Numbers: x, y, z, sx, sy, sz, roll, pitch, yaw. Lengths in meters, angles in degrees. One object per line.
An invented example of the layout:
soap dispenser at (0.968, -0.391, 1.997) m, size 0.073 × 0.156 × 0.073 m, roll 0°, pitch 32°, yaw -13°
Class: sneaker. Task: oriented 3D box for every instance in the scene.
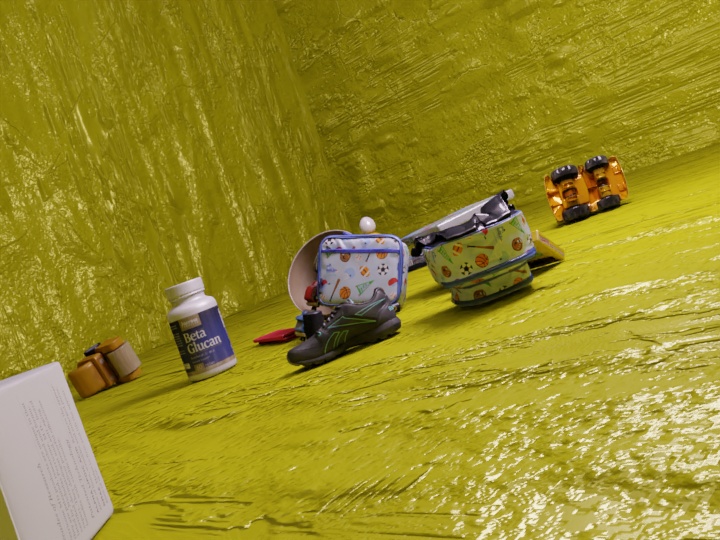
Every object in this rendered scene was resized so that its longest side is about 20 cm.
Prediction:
sneaker at (-0.034, 0.095, 1.232) m, size 0.196 × 0.081 × 0.075 m, roll -22°, pitch 4°, yaw -8°

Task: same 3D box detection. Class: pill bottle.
pill bottle at (-0.346, 0.123, 1.602) m, size 0.109 × 0.204 × 0.111 m, roll -19°, pitch 3°, yaw 1°

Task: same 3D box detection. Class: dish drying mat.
dish drying mat at (-0.188, 0.154, 1.768) m, size 0.076 × 0.019 × 0.199 m, roll -21°, pitch 2°, yaw -28°

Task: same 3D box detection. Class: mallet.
mallet at (-0.018, 0.083, 1.436) m, size 0.197 × 0.067 × 0.041 m, roll -21°, pitch 6°, yaw -18°

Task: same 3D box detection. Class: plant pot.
plant pot at (-0.046, 0.030, 1.686) m, size 0.197 × 0.204 × 0.134 m, roll -19°, pitch -31°, yaw 21°

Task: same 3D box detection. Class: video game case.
video game case at (0.199, -0.108, 1.578) m, size 0.197 × 0.022 × 0.182 m, roll -27°, pitch 3°, yaw -23°

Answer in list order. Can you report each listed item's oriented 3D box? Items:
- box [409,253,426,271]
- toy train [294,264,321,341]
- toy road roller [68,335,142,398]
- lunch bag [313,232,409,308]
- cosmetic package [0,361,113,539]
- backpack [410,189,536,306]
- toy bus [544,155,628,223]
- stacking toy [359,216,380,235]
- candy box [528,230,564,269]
box at (0.221, -0.048, 2.355) m, size 0.196 × 0.041 × 0.137 m, roll -21°, pitch 4°, yaw -3°
toy train at (-0.096, 0.051, 1.590) m, size 0.034 × 0.204 × 0.046 m, roll 3°, pitch -22°, yaw 41°
toy road roller at (-0.743, 0.288, 2.162) m, size 0.197 × 0.124 × 0.146 m, roll -18°, pitch 18°, yaw 37°
lunch bag at (0.000, 0.000, 1.535) m, size 0.196 × 0.164 × 0.075 m, roll 1°, pitch -8°, yaw 19°
cosmetic package at (-0.345, 0.198, 0.662) m, size 0.162 × 0.168 × 0.200 m, roll -20°, pitch 3°, yaw -1°
backpack at (0.193, -0.027, 1.205) m, size 0.197 × 0.156 × 0.190 m, roll -27°, pitch -4°, yaw 2°
toy bus at (0.590, -0.200, 1.983) m, size 0.196 × 0.139 × 0.192 m, roll -17°, pitch -12°, yaw 11°
stacking toy at (0.041, -0.058, 2.197) m, size 0.143 × 0.204 × 0.146 m, roll -20°, pitch 3°, yaw 1°
candy box at (0.259, -0.020, 1.365) m, size 0.197 × 0.027 × 0.101 m, roll -18°, pitch -33°, yaw 38°
